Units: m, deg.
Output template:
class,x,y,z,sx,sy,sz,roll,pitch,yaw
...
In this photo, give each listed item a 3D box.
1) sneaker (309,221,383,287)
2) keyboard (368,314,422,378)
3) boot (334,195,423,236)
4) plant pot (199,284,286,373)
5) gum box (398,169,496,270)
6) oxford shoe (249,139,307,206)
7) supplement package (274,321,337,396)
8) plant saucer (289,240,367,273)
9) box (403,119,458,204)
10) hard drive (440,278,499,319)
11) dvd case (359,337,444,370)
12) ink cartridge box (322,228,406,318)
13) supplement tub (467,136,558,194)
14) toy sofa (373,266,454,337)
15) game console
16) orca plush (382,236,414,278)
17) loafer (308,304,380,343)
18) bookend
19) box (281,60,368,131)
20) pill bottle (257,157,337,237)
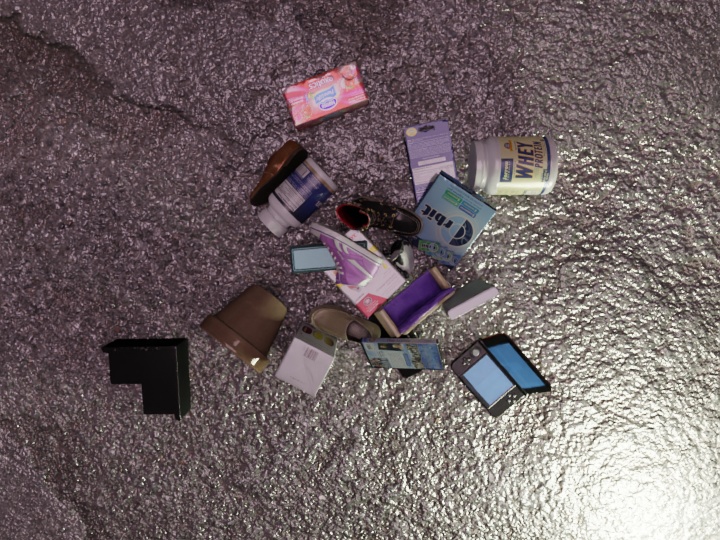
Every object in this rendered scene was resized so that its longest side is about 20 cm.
class,x,y,z,sx,sy,sz,roll,pitch,yaw
sneaker,-0.055,-0.030,1.454,0.200,0.073,0.115,33,97,-1
keyboard,0.113,0.185,1.600,0.104,0.040,0.201,-28,96,26
boot,0.044,-0.129,1.478,0.199,0.150,0.074,27,111,19
plant pot,-0.282,0.137,1.528,0.200,0.200,0.175,39,75,-3
gum box,0.221,-0.126,1.520,0.169,0.045,0.201,32,119,-3
oxford shoe,-0.224,-0.253,1.546,0.200,0.071,0.071,-48,66,4
supplement package,-0.133,0.219,1.512,0.113,0.200,0.110,28,96,-3
plant saucer,-0.079,-0.034,1.497,0.198,0.019,0.071,-5,94,1
box,0.186,-0.283,1.549,0.120,0.032,0.202,-10,97,1
hard drive,0.266,0.068,1.497,0.131,0.200,0.026,-28,94,3
dvd case,0.109,0.215,1.532,0.198,0.143,0.018,-1,54,16
ink cartridge box,0.000,0.000,1.550,0.145,0.083,0.200,-43,93,3
supplement tub,0.379,-0.263,1.494,0.198,0.145,0.146,0,95,0
toy sofa,0.139,0.079,1.518,0.200,0.098,0.083,-38,93,-19
game console,0.365,0.280,1.558,0.172,0.119,0.200,-41,93,3
orca plush,0.087,-0.032,1.498,0.070,0.200,0.106,2,93,14
loafer,-0.042,0.144,1.568,0.198,0.068,0.076,15,95,2
bookend,-0.562,0.287,1.574,0.197,0.092,0.202,-2,97,2
box,-0.087,-0.437,1.503,0.198,0.095,0.103,-19,96,2
pill bottle,-0.164,-0.182,1.520,0.200,0.111,0.111,-43,94,4
